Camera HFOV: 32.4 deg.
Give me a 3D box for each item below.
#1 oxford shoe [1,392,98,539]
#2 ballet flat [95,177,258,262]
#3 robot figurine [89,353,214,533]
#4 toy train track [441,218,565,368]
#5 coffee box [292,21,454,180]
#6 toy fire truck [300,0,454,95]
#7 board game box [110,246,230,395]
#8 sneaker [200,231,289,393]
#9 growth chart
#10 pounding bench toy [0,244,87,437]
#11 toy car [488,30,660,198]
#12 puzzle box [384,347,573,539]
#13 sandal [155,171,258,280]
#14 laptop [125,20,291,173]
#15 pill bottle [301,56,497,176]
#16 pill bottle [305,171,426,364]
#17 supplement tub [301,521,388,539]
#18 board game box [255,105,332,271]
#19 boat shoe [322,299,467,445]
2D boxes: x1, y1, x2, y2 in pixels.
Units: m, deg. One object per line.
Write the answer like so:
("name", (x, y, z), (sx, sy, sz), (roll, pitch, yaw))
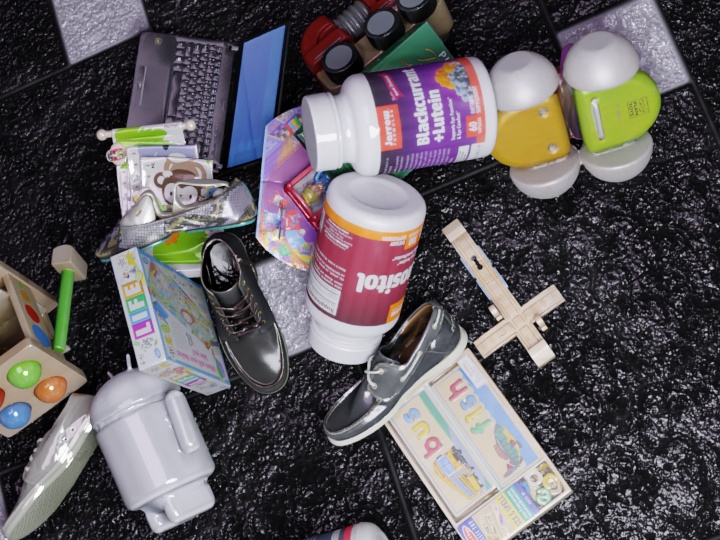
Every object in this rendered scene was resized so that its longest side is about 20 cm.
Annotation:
("oxford shoe", (-0.373, 0.233, 1.498), (0.057, 0.075, 0.201), (29, 79, 13))
("ballet flat", (-0.222, -0.068, 1.454), (0.198, 0.072, 0.073), (-15, 73, 2))
("robot figurine", (-0.243, 0.199, 1.442), (0.169, 0.112, 0.201), (-32, 79, 40))
("toy train track", (0.156, 0.022, 1.426), (0.114, 0.033, 0.201), (-36, 70, 5))
("coffee box", (0.035, -0.177, 1.432), (0.200, 0.044, 0.123), (-43, 105, -6))
("toy fire truck", (-0.010, -0.318, 1.518), (0.176, 0.129, 0.200), (-39, 53, -1))
("board game box", (-0.216, 0.063, 1.428), (0.034, 0.200, 0.136), (-21, 72, 9))
("sneaker", (-0.142, 0.055, 1.436), (0.074, 0.106, 0.202), (-22, 94, 1))
("growth chart", (-0.233, -0.084, 1.500), (0.143, 0.018, 0.202), (-11, 91, 9))
("pounding bench toy", (-0.399, 0.080, 1.496), (0.199, 0.124, 0.157), (-35, 57, 5))
("toy car", (0.235, -0.192, 1.406), (0.198, 0.176, 0.151), (-13, 38, 12))
("puzzle box", (0.127, 0.205, 1.395), (0.133, 0.025, 0.201), (-38, 71, 5))
("sandal", (-0.196, -0.046, 1.531), (0.082, 0.055, 0.200), (-44, 85, 8))
("laptop", (-0.193, -0.220, 1.538), (0.198, 0.103, 0.179), (7, 78, -1))
("pill bottle", (0.040, -0.164, 1.352), (0.198, 0.112, 0.112), (-11, 73, -10))
("pill bottle", (0.000, 0.000, 1.391), (0.112, 0.113, 0.201), (25, 124, 19))
("supplement tub", (-0.057, 0.364, 1.346), (0.198, 0.140, 0.142), (-18, 73, 10))
("board game box", (-0.039, -0.098, 1.461), (0.156, 0.039, 0.202), (6, 88, -9))
("boat shoe", (0.028, 0.115, 1.411), (0.200, 0.068, 0.072), (-42, 39, 1))
